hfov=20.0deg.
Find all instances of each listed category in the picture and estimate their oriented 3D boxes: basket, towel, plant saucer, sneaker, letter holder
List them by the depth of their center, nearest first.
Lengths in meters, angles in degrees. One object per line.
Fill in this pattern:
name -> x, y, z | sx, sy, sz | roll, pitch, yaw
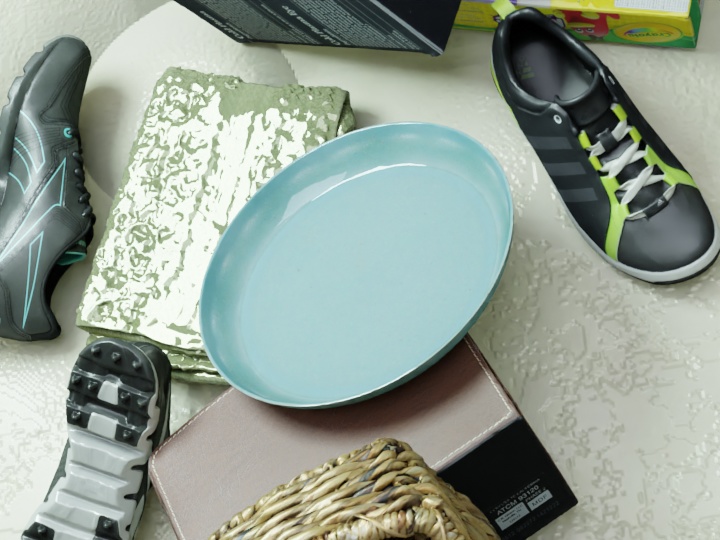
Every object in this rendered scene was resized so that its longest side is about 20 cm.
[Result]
basket -> -0.009, 0.202, 1.028 | 0.200, 0.143, 0.149 | -39, 35, 6
letter holder -> -0.004, 0.117, 1.166 | 0.199, 0.101, 0.142 | -34, 46, 1
plant saucer -> 0.000, 0.000, 1.173 | 0.199, 0.027, 0.201 | -18, 46, 19
sneaker -> 0.134, -0.076, 1.201 | 0.072, 0.083, 0.200 | -38, 72, 0
sneaker -> -0.151, 0.130, 1.220 | 0.066, 0.090, 0.202 | 19, 103, 12
towel -> -0.089, -0.028, 1.274 | 0.147, 0.036, 0.202 | 9, 75, 18
sneaker -> -0.200, -0.050, 1.302 | 0.079, 0.075, 0.202 | 17, 83, 6

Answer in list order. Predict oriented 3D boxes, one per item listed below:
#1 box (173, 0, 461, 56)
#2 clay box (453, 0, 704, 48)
box -> -0.015, -0.246, 1.254 | 0.181, 0.104, 0.202 | 8, 74, 43
clay box -> 0.118, -0.206, 1.273 | 0.198, 0.048, 0.116 | 7, 73, 19
